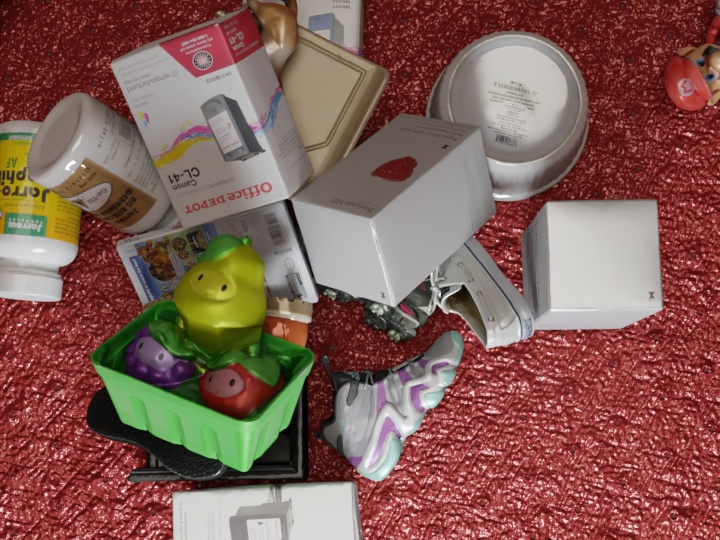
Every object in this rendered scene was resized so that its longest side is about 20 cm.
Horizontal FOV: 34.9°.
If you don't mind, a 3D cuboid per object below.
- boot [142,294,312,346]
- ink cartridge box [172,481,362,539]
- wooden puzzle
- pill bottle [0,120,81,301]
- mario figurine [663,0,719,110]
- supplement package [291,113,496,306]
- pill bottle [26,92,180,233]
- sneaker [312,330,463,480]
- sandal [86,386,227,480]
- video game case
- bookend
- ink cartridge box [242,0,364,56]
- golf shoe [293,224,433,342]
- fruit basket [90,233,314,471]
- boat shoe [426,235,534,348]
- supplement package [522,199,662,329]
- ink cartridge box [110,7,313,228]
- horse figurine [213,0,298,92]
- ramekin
[{"bbox_3d":[-0.155,0.080,1.267,0.200,0.075,0.107,4,82,19],"label":"boot"},{"bbox_3d":[-0.098,0.282,1.282,0.200,0.145,0.084,-4,79,1],"label":"ink cartridge box"},{"bbox_3d":[-0.091,-0.190,1.326,0.200,0.037,0.185,27,87,8],"label":"wooden puzzle"},{"bbox_3d":[-0.387,-0.067,1.354,0.113,0.113,0.200,4,82,2],"label":"pill bottle"},{"bbox_3d":[0.454,-0.260,1.369,0.200,0.106,0.123,-32,48,-11],"label":"mario figurine"},{"bbox_3d":[0.042,-0.073,1.285,0.121,0.120,0.200,16,45,38],"label":"supplement package"},{"bbox_3d":[-0.268,-0.107,1.315,0.200,0.114,0.115,32,81,-38],"label":"pill bottle"},{"bbox_3d":[0.020,0.129,1.331,0.140,0.078,0.200,34,83,-1],"label":"sneaker"},{"bbox_3d":[-0.214,0.176,1.262,0.200,0.048,0.075,18,76,32],"label":"sandal"},{"bbox_3d":[-0.164,0.001,1.333,0.200,0.018,0.143,-15,123,6],"label":"video game case"},{"bbox_3d":[-0.161,0.144,1.330,0.198,0.092,0.200,0,81,1],"label":"bookend"},{"bbox_3d":[-0.070,-0.269,1.391,0.145,0.088,0.200,2,85,1],"label":"ink cartridge box"},{"bbox_3d":[0.000,0.000,1.369,0.200,0.077,0.088,36,63,4],"label":"golf shoe"},{"bbox_3d":[-0.154,0.073,1.164,0.215,0.216,0.156,38,40,6],"label":"fruit basket"},{"bbox_3d":[0.111,0.022,1.310,0.086,0.075,0.202,-19,45,-17],"label":"boat shoe"},{"bbox_3d":[0.254,-0.002,1.283,0.121,0.200,0.120,-1,82,0],"label":"supplement package"},{"bbox_3d":[-0.158,-0.163,1.244,0.147,0.086,0.200,-14,107,25],"label":"ink cartridge box"},{"bbox_3d":[-0.120,-0.249,1.292,0.132,0.050,0.200,20,89,13],"label":"horse figurine"},{"bbox_3d":[0.179,-0.190,1.367,0.200,0.105,0.201,0,82,0],"label":"ramekin"}]
